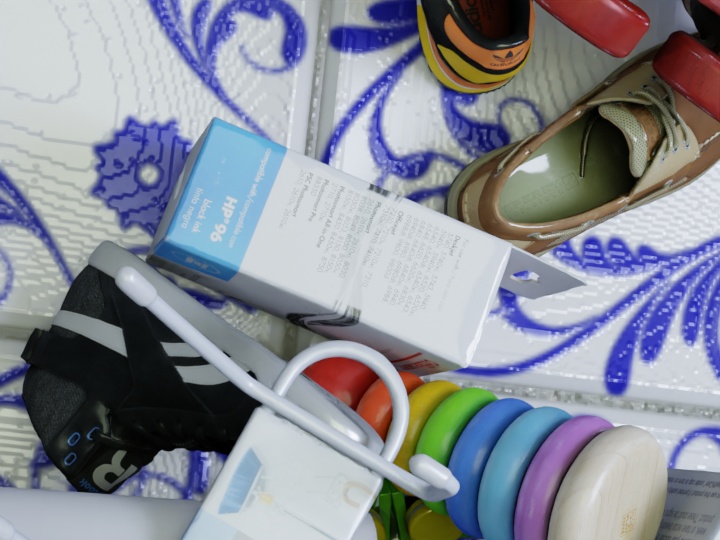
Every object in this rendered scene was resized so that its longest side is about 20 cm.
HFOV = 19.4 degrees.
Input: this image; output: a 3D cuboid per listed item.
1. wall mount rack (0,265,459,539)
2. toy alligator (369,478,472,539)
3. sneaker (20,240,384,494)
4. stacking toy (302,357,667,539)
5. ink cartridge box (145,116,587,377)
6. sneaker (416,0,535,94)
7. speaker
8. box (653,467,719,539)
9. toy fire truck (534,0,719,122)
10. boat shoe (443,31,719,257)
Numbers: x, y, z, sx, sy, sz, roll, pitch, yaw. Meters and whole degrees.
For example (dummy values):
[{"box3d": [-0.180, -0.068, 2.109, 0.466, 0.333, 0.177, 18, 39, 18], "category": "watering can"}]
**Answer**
[{"box3d": [-0.061, 0.099, 0.897, 0.173, 0.075, 0.200, 31, 75, -4], "category": "wall mount rack"}, {"box3d": [0.039, 0.121, 1.083, 0.199, 0.059, 0.054, -8, 127, -11], "category": "toy alligator"}, {"box3d": [-0.085, 0.078, 1.021, 0.200, 0.073, 0.112, 33, 87, 36], "category": "sneaker"}, {"box3d": [0.046, 0.090, 1.025, 0.200, 0.085, 0.086, 18, 80, 35], "category": "stacking toy"}, {"box3d": [0.000, 0.000, 1.051, 0.199, 0.116, 0.068, 23, 82, -7], "category": "ink cartridge box"}, {"box3d": [0.048, -0.194, 1.089, 0.070, 0.090, 0.201, -17, 89, -11], "category": "sneaker"}, {"box3d": [-0.093, 0.144, 0.962, 0.199, 0.081, 0.082, 5, 85, -10], "category": "speaker"}, {"box3d": [0.149, 0.206, 1.028, 0.105, 0.184, 0.200, 33, 81, -8], "category": "box"}, {"box3d": [0.159, -0.163, 1.058, 0.200, 0.168, 0.112, 29, 106, -20], "category": "toy fire truck"}, {"box3d": [0.139, -0.064, 1.102, 0.200, 0.074, 0.076, -34, 92, -14], "category": "boat shoe"}]
